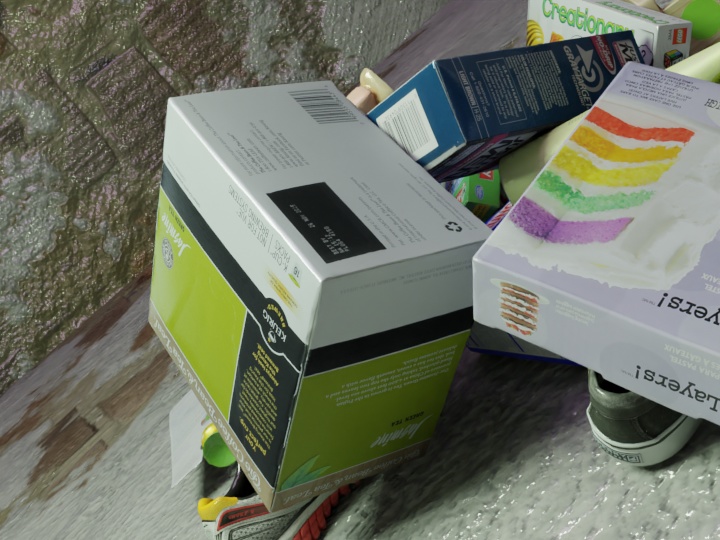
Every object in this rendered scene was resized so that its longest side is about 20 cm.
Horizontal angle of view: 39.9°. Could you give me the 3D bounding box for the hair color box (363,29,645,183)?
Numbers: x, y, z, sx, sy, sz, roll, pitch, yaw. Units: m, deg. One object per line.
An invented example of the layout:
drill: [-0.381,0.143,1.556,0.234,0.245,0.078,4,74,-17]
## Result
hair color box: [0.108,-0.113,0.707,0.200,0.061,0.100,-17,-7,-35]

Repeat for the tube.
tube: [0.182,-0.096,0.631,0.200,0.052,0.058,-29,17,30]

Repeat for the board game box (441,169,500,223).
board game box: [0.085,-0.079,0.887,0.200,0.029,0.135,116,159,-68]

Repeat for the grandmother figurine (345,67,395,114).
grandmother figurine: [-0.052,-0.075,0.789,0.200,0.061,0.121,-44,-12,-8]

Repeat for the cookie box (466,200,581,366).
cookie box: [0.160,-0.016,0.697,0.171,0.075,0.200,-43,15,-17]

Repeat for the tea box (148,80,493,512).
tea box: [-0.039,0.011,0.664,0.133,0.200,0.197,-12,-45,-33]

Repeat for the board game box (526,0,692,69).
board game box: [0.200,-0.164,0.835,0.035,0.126,0.200,-10,26,-17]

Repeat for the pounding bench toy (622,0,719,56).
pounding bench toy: [0.287,-0.250,0.837,0.156,0.200,0.124,-34,15,17]

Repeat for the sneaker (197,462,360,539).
sneaker: [-0.040,0.133,0.733,0.078,0.082,0.200,-22,22,50]

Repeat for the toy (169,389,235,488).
toy: [-0.140,0.148,0.999,0.115,0.047,0.200,-45,14,1]

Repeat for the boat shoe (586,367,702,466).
boat shoe: [0.184,0.012,0.538,0.071,0.064,0.200,14,54,37]

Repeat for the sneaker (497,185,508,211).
sneaker: [0.143,-0.074,0.924,0.112,0.071,0.200,-31,8,15]

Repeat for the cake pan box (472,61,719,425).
cake pan box: [0.182,-0.013,0.481,0.200,0.052,0.184,24,56,28]
